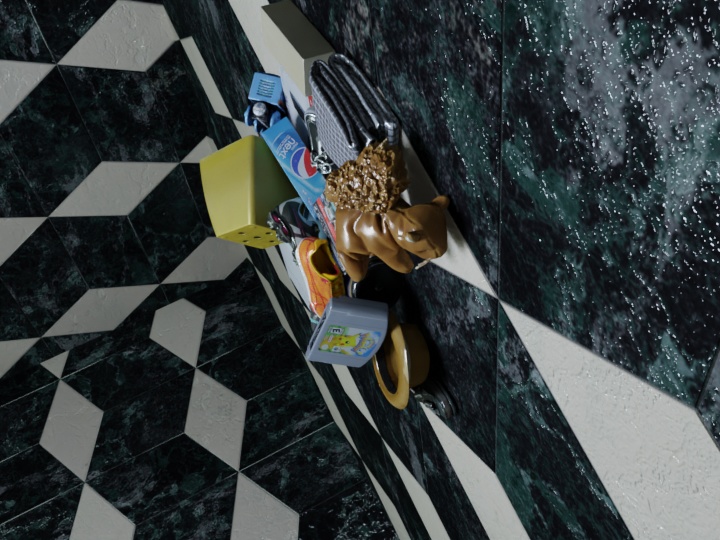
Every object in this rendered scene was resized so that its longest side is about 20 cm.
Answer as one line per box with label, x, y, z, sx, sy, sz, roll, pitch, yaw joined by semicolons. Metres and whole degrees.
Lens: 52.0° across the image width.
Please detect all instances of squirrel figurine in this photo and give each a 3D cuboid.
squirrel figurine;0.041;-0.086;1.098;0.186;0.141;0.202;11;137;57

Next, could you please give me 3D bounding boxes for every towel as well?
towel;-0.015;-0.229;1.210;0.201;0.085;0.166;59;166;29

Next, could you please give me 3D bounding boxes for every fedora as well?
fedora;0.085;0.172;1.482;0.200;0.081;0.204;171;90;-70

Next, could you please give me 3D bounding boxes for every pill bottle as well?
pill bottle;0.000;0.000;1.496;0.200;0.111;0.113;43;154;58

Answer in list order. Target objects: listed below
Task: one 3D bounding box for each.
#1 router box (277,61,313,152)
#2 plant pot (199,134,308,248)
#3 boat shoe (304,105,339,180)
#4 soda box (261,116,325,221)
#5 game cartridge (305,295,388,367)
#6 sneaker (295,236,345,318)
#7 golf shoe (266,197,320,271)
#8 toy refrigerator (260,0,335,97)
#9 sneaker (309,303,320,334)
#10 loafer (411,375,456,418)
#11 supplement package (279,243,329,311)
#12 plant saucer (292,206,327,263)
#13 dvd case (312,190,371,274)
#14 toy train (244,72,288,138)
router box;-0.099;-0.324;1.458;0.180;0.048;0.201;57;164;35
plant pot;-0.220;-0.156;1.608;0.198;0.198;0.180;-13;71;43
boat shoe;-0.058;-0.205;1.372;0.073;0.068;0.201;12;139;42
soda box;-0.117;-0.202;1.483;0.202;0.064;0.068;57;180;0
game cartridge;-0.021;0.124;1.434;0.201;0.131;0.041;116;155;-49
sneaker;-0.063;0.031;1.415;0.077;0.073;0.202;9;130;49
golf shoe;-0.108;-0.052;1.509;0.201;0.088;0.077;57;170;-13
toy refrigerator;-0.111;-0.404;1.331;0.201;0.069;0.077;55;156;38
sneaker;-0.023;0.084;1.541;0.075;0.197;0.081;32;124;50
loafer;0.128;0.250;1.529;0.200;0.062;0.073;45;156;57
supplement package;-0.096;-0.036;1.733;0.192;0.145;0.202;51;161;48
plant saucer;-0.090;-0.108;1.570;0.019;0.069;0.203;14;-91;-69
dvd case;-0.028;-0.078;1.303;0.148;0.022;0.200;66;163;3
toy train;-0.184;-0.348;1.598;0.200;0.085;0.116;20;-93;-80
